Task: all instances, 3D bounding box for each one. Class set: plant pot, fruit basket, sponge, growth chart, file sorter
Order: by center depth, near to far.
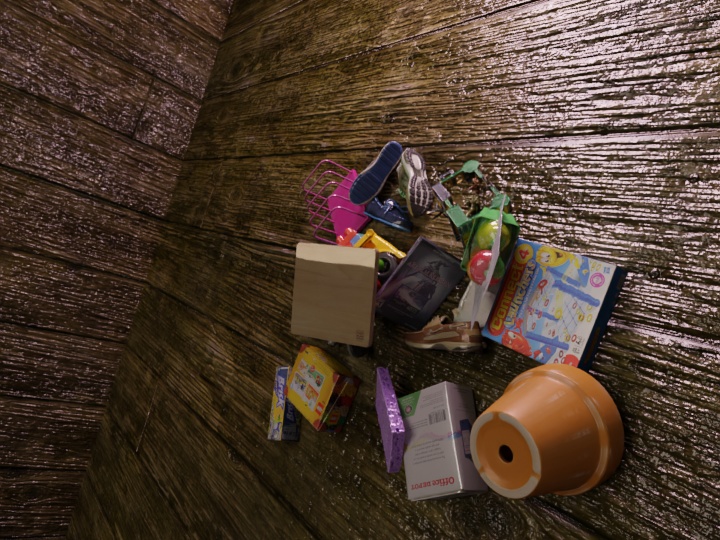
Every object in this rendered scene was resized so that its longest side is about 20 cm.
[{"bbox_3d":[0.274,0.261,0.835,0.198,0.181,0.204,5,97,50],"label":"plant pot"},{"bbox_3d":[0.246,-0.016,1.006,0.201,0.092,0.187,-76,-4,-51],"label":"fruit basket"},{"bbox_3d":[0.265,0.058,1.104,0.145,0.018,0.202,42,108,49],"label":"growth chart"},{"bbox_3d":[0.060,0.316,1.151,0.201,0.029,0.113,-105,15,-60],"label":"sponge"},{"bbox_3d":[-0.078,-0.193,1.532,0.139,0.124,0.202,-44,45,33],"label":"file sorter"}]

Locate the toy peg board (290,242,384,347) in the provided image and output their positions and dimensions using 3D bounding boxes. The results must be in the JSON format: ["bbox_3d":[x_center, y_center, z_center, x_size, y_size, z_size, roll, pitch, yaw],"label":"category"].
[{"bbox_3d":[-0.040,0.047,1.173,0.197,0.097,0.203,6,94,28],"label":"toy peg board"}]

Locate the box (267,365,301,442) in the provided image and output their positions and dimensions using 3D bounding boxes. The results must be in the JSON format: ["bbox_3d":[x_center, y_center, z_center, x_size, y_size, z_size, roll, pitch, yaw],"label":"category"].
[{"bbox_3d":[-0.207,0.375,1.509,0.069,0.064,0.204,-14,64,46],"label":"box"}]

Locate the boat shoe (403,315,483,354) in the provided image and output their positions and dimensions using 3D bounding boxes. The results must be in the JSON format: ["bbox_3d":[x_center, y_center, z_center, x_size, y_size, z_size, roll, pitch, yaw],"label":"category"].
[{"bbox_3d":[0.177,0.133,1.129,0.198,0.075,0.075,-3,80,47],"label":"boat shoe"}]

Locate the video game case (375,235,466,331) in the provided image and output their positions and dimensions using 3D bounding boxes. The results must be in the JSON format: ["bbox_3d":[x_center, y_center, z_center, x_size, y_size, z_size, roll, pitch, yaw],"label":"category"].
[{"bbox_3d":[0.129,0.037,1.179,0.201,0.141,0.019,-53,25,21],"label":"video game case"}]

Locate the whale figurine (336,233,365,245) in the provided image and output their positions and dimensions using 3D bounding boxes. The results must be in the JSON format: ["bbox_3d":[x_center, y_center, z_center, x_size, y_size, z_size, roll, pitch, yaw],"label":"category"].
[{"bbox_3d":[-0.016,-0.003,1.375,0.157,0.104,0.203,-9,59,26],"label":"whale figurine"}]

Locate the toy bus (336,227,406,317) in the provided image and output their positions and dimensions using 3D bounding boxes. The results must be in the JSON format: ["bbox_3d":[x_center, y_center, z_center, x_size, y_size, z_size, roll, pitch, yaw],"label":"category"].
[{"bbox_3d":[0.000,0.000,1.278,0.192,0.136,0.200,43,90,20],"label":"toy bus"}]

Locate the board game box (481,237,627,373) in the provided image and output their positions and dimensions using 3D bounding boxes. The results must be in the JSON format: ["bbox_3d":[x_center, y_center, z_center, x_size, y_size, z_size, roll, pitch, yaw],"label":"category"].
[{"bbox_3d":[0.342,0.064,0.964,0.195,0.055,0.203,23,93,47],"label":"board game box"}]

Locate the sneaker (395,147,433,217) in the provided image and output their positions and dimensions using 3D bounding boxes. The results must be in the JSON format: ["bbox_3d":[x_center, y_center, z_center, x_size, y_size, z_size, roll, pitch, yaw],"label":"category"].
[{"bbox_3d":[0.127,-0.207,1.352,0.089,0.076,0.203,-44,39,48],"label":"sneaker"}]

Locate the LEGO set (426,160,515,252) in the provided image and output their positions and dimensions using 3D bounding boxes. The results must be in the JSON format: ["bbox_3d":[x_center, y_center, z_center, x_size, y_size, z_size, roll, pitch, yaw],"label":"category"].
[{"bbox_3d":[0.243,-0.129,1.164,0.153,0.116,0.201,-35,48,-3],"label":"LEGO set"}]

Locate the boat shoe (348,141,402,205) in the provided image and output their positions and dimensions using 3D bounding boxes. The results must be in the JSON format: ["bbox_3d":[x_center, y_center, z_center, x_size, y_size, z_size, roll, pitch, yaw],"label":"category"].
[{"bbox_3d":[0.045,-0.259,1.457,0.200,0.072,0.072,-47,3,9],"label":"boat shoe"}]

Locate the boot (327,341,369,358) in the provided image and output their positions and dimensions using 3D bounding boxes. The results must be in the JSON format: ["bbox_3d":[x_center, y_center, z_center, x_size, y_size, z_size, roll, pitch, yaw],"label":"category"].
[{"bbox_3d":[-0.040,0.167,1.403,0.131,0.067,0.202,-47,37,34],"label":"boot"}]

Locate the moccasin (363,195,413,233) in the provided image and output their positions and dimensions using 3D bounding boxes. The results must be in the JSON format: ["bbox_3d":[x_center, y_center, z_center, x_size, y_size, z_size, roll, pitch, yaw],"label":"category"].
[{"bbox_3d":[0.071,-0.153,1.378,0.199,0.080,0.069,33,96,50],"label":"moccasin"}]

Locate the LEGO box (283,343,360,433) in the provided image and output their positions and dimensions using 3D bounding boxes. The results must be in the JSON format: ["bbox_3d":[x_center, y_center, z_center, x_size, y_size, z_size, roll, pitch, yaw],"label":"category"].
[{"bbox_3d":[-0.106,0.306,1.403,0.199,0.076,0.151,28,97,51],"label":"LEGO box"}]

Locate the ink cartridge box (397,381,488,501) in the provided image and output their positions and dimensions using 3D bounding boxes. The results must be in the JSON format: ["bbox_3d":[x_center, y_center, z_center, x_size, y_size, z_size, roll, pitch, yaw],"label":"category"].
[{"bbox_3d":[0.158,0.343,1.061,0.145,0.087,0.203,-32,51,40],"label":"ink cartridge box"}]
